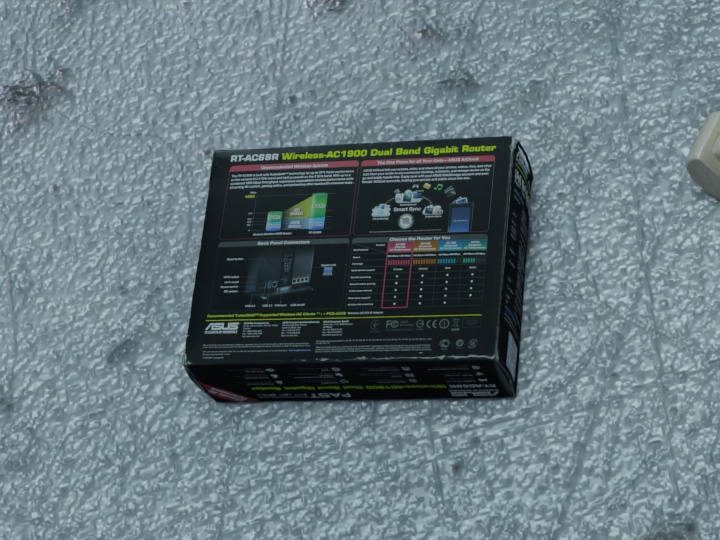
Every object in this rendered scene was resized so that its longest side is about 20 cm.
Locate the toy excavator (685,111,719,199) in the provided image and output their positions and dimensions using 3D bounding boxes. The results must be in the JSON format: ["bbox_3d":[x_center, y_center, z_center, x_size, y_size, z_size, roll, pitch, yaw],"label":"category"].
[{"bbox_3d":[0.301,-0.052,1.290,0.200,0.194,0.100,29,73,-2],"label":"toy excavator"}]

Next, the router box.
[{"bbox_3d":[0.000,0.000,1.385,0.200,0.062,0.150,-1,64,16],"label":"router box"}]
